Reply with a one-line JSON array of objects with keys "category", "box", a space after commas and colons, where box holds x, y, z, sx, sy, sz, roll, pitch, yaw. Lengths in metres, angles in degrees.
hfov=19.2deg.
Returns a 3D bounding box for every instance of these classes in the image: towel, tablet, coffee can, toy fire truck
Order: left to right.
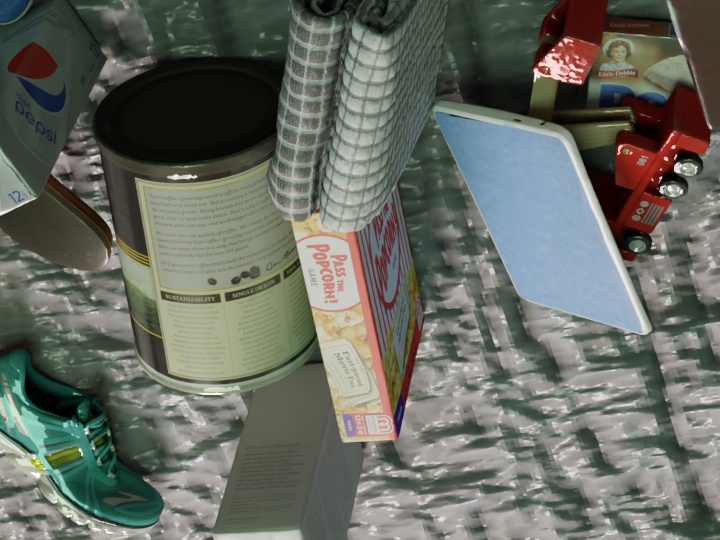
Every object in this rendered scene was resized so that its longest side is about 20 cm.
[{"category": "coffee can", "box": [-0.108, -0.032, 1.553, 0.146, 0.147, 0.201, 1, 125, 10]}, {"category": "towel", "box": [-0.001, -0.144, 1.426, 0.085, 0.200, 0.166, 14, 127, 8]}, {"category": "tablet", "box": [0.132, -0.038, 1.534, 0.130, 0.014, 0.200, 17, 146, 43]}, {"category": "toy fire truck", "box": [0.167, -0.095, 1.490, 0.141, 0.049, 0.200, 18, 140, -7]}]

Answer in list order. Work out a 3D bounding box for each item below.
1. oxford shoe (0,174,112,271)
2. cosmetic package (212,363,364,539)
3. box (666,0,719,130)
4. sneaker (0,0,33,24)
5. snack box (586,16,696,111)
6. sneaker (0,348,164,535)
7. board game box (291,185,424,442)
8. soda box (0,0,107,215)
[{"category": "oxford shoe", "box": [-0.253, -0.077, 1.569, 0.200, 0.071, 0.071, 38, 137, 7]}, {"category": "cosmetic package", "box": [-0.053, 0.172, 1.653, 0.071, 0.200, 0.102, -4, 124, 13]}, {"category": "box", "box": [0.295, -0.216, 1.340, 0.199, 0.164, 0.166, -11, 123, 18]}, {"category": "sneaker", "box": [-0.261, -0.241, 1.455, 0.076, 0.111, 0.200, 11, 126, 2]}, {"category": "snack box", "box": [0.260, -0.134, 1.490, 0.199, 0.024, 0.072, 6, 128, 6]}, {"category": "sneaker", "box": [-0.235, 0.144, 1.748, 0.080, 0.078, 0.200, -40, 110, 21]}, {"category": "board game box", "box": [0.000, 0.000, 1.554, 0.046, 0.152, 0.201, -4, 125, 13]}, {"category": "soda box", "box": [-0.241, -0.113, 1.486, 0.068, 0.200, 0.064, -23, 117, 23]}]
